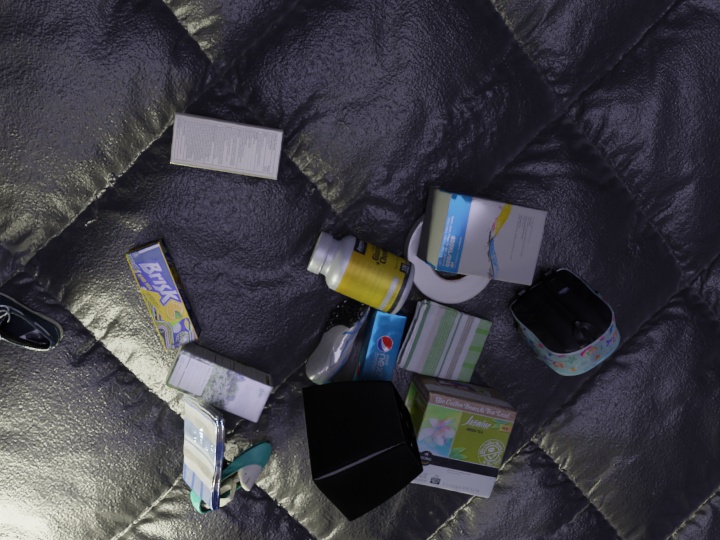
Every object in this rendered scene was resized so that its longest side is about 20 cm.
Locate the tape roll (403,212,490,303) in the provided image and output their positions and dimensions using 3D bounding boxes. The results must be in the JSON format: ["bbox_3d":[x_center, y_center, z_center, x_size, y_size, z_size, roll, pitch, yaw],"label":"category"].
[{"bbox_3d":[0.188,-0.034,1.340,0.198,0.037,0.207,-2,102,-10],"label":"tape roll"}]

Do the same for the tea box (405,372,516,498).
[{"bbox_3d":[0.192,0.343,1.364,0.196,0.134,0.201,13,98,-12],"label":"tea box"}]

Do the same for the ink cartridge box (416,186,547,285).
[{"bbox_3d":[0.230,-0.068,1.246,0.196,0.147,0.148,9,99,-11],"label":"ink cartridge box"}]

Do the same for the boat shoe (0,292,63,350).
[{"bbox_3d":[-0.658,0.097,1.198,0.198,0.062,0.076,30,96,-14],"label":"boat shoe"}]

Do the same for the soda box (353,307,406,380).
[{"bbox_3d":[0.036,0.178,1.339,0.066,0.064,0.204,12,99,-12],"label":"soda box"}]

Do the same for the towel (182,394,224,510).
[{"bbox_3d":[-0.314,0.352,1.272,0.024,0.146,0.204,-7,109,-41],"label":"towel"}]

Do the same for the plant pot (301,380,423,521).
[{"bbox_3d":[0.012,0.328,1.242,0.174,0.202,0.201,-20,135,9],"label":"plant pot"}]

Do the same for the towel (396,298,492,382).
[{"bbox_3d":[0.176,0.151,1.355,0.197,0.031,0.152,17,99,-32],"label":"towel"}]

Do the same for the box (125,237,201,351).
[{"bbox_3d":[-0.376,0.045,1.239,0.069,0.064,0.203,-20,103,-6],"label":"box"}]

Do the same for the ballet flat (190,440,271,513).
[{"bbox_3d":[-0.257,0.434,1.329,0.198,0.071,0.068,-34,134,-1],"label":"ballet flat"}]

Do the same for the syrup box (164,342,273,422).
[{"bbox_3d":[-0.277,0.218,1.281,0.197,0.081,0.080,25,93,-15],"label":"syrup box"}]

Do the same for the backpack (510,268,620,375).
[{"bbox_3d":[0.427,0.117,1.331,0.176,0.200,0.152,-33,125,-3],"label":"backpack"}]

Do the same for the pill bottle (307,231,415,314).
[{"bbox_3d":[0.000,0.000,1.269,0.197,0.112,0.114,23,96,-8],"label":"pill bottle"}]

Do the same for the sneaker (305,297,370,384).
[{"bbox_3d":[-0.041,0.142,1.325,0.202,0.071,0.072,-57,143,-4],"label":"sneaker"}]

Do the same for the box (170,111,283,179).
[{"bbox_3d":[-0.246,-0.231,1.201,0.196,0.078,0.097,9,99,-12],"label":"box"}]
